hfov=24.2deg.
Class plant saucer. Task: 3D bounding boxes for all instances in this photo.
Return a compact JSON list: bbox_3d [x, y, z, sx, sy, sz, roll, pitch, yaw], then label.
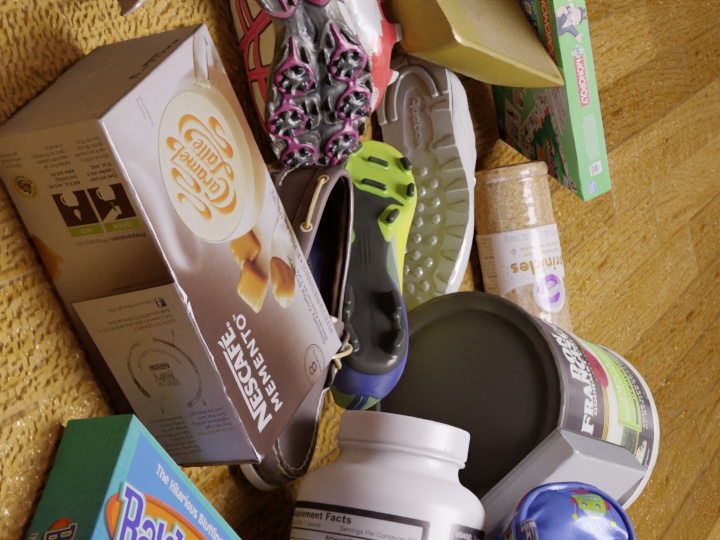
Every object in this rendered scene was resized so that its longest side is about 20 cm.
[{"bbox_3d":[0.047,-0.214,1.197,0.200,0.048,0.200,62,22,17],"label":"plant saucer"}]

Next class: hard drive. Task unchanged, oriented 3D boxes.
[{"bbox_3d":[0.085,0.182,1.078,0.026,0.200,0.132,51,14,27],"label":"hard drive"}]

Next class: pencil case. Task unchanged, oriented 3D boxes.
[{"bbox_3d":[0.094,0.210,1.007,0.087,0.078,0.200,-78,-169,-47],"label":"pencil case"}]

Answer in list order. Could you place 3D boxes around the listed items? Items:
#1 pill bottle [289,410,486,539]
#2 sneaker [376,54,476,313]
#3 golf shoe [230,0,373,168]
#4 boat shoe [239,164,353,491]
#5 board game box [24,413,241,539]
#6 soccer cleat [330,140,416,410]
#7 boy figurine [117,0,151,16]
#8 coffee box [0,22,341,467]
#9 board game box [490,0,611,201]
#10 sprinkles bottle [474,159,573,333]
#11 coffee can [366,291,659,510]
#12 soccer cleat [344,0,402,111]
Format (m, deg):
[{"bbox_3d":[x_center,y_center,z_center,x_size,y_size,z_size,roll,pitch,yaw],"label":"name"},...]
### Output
[{"bbox_3d":[0.010,0.186,0.965,0.112,0.112,0.201,29,69,-58],"label":"pill bottle"},{"bbox_3d":[0.056,-0.056,1.204,0.080,0.076,0.201,42,47,-59],"label":"sneaker"},{"bbox_3d":[-0.041,-0.152,1.036,0.092,0.072,0.201,-123,-159,-51],"label":"golf shoe"},{"bbox_3d":[-0.037,0.031,1.007,0.072,0.059,0.201,37,51,-54],"label":"boat shoe"},{"bbox_3d":[-0.118,0.195,0.819,0.152,0.045,0.201,56,36,-41],"label":"board game box"},{"bbox_3d":[-0.001,0.000,1.106,0.084,0.064,0.201,111,-15,-50],"label":"soccer cleat"},{"bbox_3d":[-0.127,-0.197,0.894,0.200,0.064,0.125,-14,92,-61],"label":"boy figurine"},{"bbox_3d":[-0.097,-0.010,0.874,0.114,0.079,0.201,-52,127,-50],"label":"coffee box"},{"bbox_3d":[0.138,-0.168,1.315,0.135,0.029,0.201,44,-26,52],"label":"board game box"},{"bbox_3d":[0.131,0.016,1.334,0.068,0.068,0.201,-14,95,-63],"label":"sprinkles bottle"},{"bbox_3d":[0.110,0.105,1.182,0.200,0.146,0.147,23,62,-60],"label":"coffee can"},{"bbox_3d":[-0.026,-0.193,1.097,0.085,0.069,0.201,-21,118,-30],"label":"soccer cleat"}]
